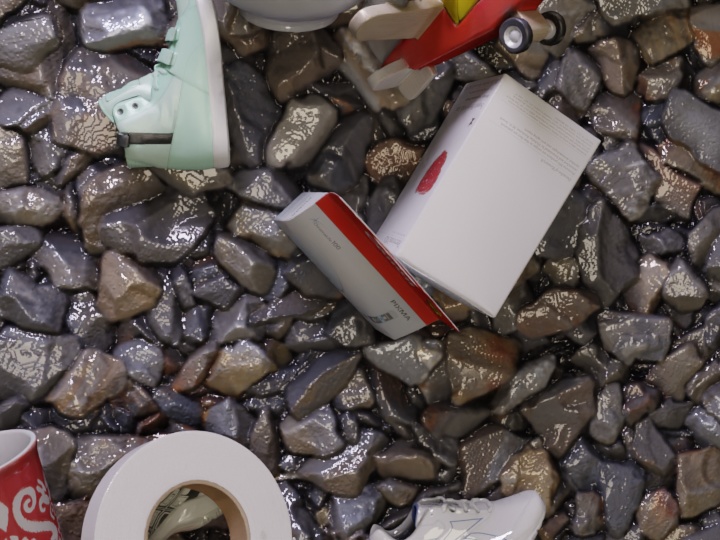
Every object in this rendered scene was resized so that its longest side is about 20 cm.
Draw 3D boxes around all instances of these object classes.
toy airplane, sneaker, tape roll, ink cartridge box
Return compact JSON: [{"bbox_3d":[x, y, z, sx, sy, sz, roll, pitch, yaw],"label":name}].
[{"bbox_3d":[0.079,-0.248,0.904,0.198,0.200,0.142,-19,95,-1],"label":"toy airplane"},{"bbox_3d":[0.102,0.275,1.023,0.199,0.075,0.087,-23,95,-9],"label":"sneaker"},{"bbox_3d":[-0.215,0.230,0.930,0.200,0.076,0.088,-28,93,-41],"label":"sneaker"},{"bbox_3d":[-0.155,0.250,0.894,0.202,0.037,0.204,15,64,-33],"label":"tape roll"},{"bbox_3d":[-0.190,-0.192,0.907,0.118,0.074,0.201,-6,97,-9],"label":"sneaker"},{"bbox_3d":[0.000,0.000,0.903,0.047,0.200,0.160,-43,102,-5],"label":"ink cartridge box"}]

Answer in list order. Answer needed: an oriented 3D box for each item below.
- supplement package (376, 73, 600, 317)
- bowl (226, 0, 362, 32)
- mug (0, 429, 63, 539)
[{"bbox_3d":[0.118,-0.074,0.960,0.120,0.121,0.200,31,89,-14],"label":"supplement package"},{"bbox_3d":[-0.064,-0.280,0.886,0.200,0.201,0.091,-4,130,-11],"label":"bowl"},{"bbox_3d":[-0.352,0.275,0.891,0.177,0.133,0.201,-27,108,-39],"label":"mug"}]
